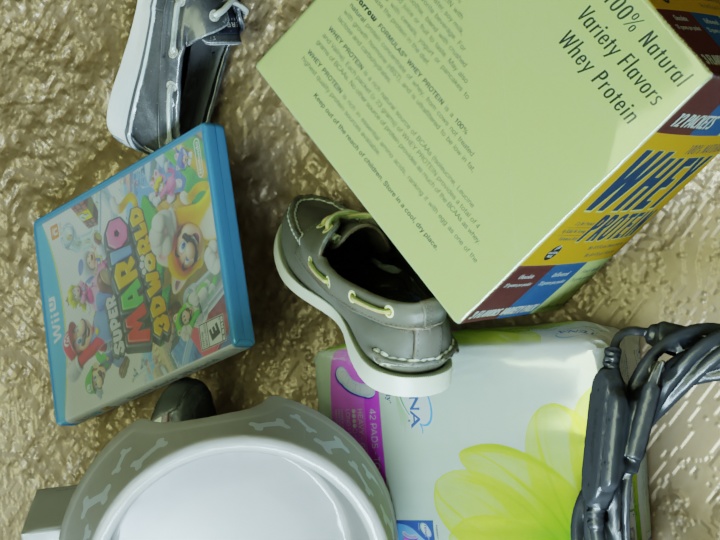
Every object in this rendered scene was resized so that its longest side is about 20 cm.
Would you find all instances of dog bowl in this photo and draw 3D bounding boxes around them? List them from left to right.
[{"bbox_3d":[-0.072,0.172,1.248,0.200,0.059,0.200,-2,101,-9],"label":"dog bowl"}]

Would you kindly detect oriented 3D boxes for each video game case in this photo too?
[{"bbox_3d":[-0.142,0.006,1.388,0.200,0.018,0.143,-25,69,46],"label":"video game case"}]

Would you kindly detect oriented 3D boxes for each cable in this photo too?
[{"bbox_3d":[0.201,0.128,1.207,0.163,0.051,0.200,4,90,-4],"label":"cable"}]

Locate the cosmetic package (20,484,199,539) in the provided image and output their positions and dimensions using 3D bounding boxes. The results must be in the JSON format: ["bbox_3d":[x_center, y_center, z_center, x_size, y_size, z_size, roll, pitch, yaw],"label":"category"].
[{"bbox_3d":[-0.136,0.231,1.326,0.108,0.085,0.200,-6,102,-1],"label":"cosmetic package"}]

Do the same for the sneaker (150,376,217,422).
[{"bbox_3d":[-0.069,0.166,1.383,0.115,0.076,0.200,3,105,24],"label":"sneaker"}]

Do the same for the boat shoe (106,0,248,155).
[{"bbox_3d":[-0.102,-0.162,1.374,0.068,0.072,0.200,26,108,27],"label":"boat shoe"}]

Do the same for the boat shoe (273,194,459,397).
[{"bbox_3d":[0.003,0.000,1.285,0.202,0.072,0.060,-128,37,-54],"label":"boat shoe"}]

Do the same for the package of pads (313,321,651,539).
[{"bbox_3d":[0.072,0.109,1.297,0.200,0.068,0.155,-2,93,28],"label":"package of pads"}]

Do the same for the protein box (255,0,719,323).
[{"bbox_3d":[0.092,-0.111,1.234,0.200,0.135,0.199,-46,71,24],"label":"protein box"}]
